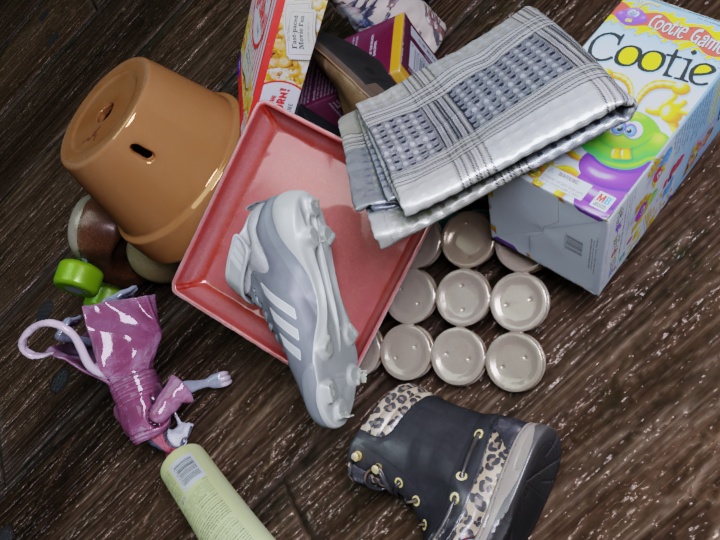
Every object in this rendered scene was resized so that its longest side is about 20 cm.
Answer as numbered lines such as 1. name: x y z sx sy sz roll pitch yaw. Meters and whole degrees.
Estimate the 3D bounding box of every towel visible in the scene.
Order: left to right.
1. towel: 0.075 -0.119 0.576 0.199 0.035 0.193 -29 38 10

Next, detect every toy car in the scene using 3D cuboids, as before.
1. toy car: -0.249 -0.025 0.962 0.198 0.158 0.165 9 70 10

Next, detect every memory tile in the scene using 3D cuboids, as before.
1. memory tile: 0.069 0.024 0.678 0.199 0.017 0.155 2 85 27

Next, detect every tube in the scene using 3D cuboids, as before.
1. tube: -0.126 0.246 0.725 0.052 0.058 0.200 -20 39 -31

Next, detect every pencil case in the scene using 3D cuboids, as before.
1. pencil case: 0.007 -0.302 0.858 0.090 0.200 0.078 -50 34 6

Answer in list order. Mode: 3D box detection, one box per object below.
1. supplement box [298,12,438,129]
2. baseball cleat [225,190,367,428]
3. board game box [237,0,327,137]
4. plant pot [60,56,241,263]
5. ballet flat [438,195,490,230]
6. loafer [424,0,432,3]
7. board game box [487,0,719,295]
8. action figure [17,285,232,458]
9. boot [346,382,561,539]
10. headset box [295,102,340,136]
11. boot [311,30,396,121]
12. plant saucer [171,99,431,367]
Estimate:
1. supplement box: -0.010 -0.189 0.862 0.199 0.110 0.086 -14 55 31
2. baseball cleat: -0.058 0.036 0.657 0.106 0.070 0.202 -12 81 31
3. board game box: -0.077 -0.240 0.747 0.152 0.046 0.201 -101 25 -43
4. plant pot: -0.216 -0.128 0.813 0.199 0.140 0.201 -23 48 28
5. ballet flat: 0.105 -0.064 0.719 0.199 0.069 0.071 11 48 27
6. loafer: 0.069 -0.344 0.937 0.199 0.073 0.072 -29 53 31
7. board game box: 0.198 -0.102 0.599 0.103 0.105 0.200 32 70 27
8. action figure: -0.241 0.120 0.822 0.134 0.149 0.201 -33 79 28
9. boot: 0.050 0.187 0.599 0.150 0.073 0.201 18 71 43
10. headset box: -0.108 -0.068 0.854 0.200 0.075 0.150 -27 44 48
11. boot: -0.007 -0.168 0.741 0.200 0.073 0.076 51 129 35
12. plant saucer: -0.049 -0.023 0.699 0.199 0.037 0.201 29 97 16
